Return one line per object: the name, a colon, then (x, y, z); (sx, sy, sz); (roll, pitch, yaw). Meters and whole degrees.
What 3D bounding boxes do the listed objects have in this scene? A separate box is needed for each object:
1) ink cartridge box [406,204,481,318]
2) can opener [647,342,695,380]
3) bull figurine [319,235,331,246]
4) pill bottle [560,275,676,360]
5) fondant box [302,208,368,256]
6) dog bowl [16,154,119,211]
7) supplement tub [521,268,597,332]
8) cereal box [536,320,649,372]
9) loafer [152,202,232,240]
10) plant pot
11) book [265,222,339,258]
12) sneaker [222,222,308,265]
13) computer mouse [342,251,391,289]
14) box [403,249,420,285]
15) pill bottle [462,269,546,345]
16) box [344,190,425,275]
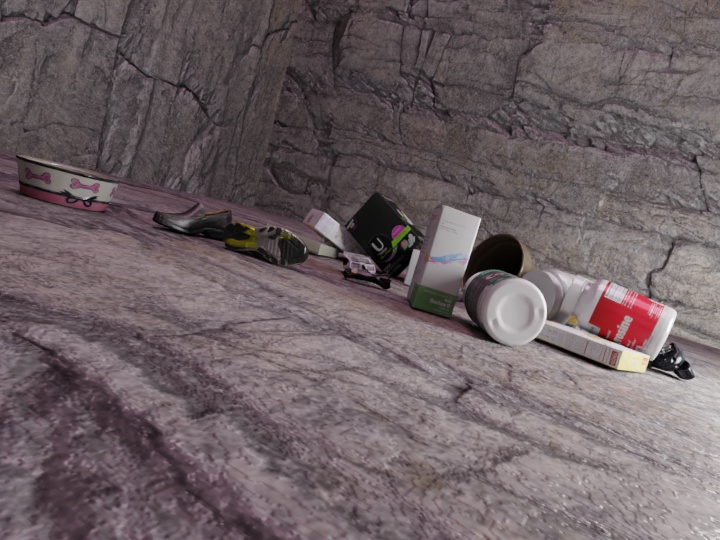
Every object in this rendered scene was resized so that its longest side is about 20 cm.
ink cartridge box: (0.164, -0.022, 1.082); (0.086, 0.204, 0.145); (15, 5, 0)
can opener: (0.635, 0.187, 1.159); (0.062, 0.080, 0.200); (-23, 1, 2)
bull figurine: (-0.056, -0.100, 1.973); (0.197, 0.066, 0.121); (18, 9, 17)
pill bottle: (0.521, 0.089, 1.101); (0.198, 0.114, 0.112); (27, 10, 27)
fondant box: (-0.073, -0.105, 1.666); (0.199, 0.059, 0.144); (37, -3, -23)
dog bowl: (-0.625, -0.183, 1.146); (0.196, 0.075, 0.200); (15, 6, -2)
supplement tub: (0.477, 0.078, 1.274); (0.197, 0.147, 0.144); (12, 6, -30)
cereal box: (0.439, 0.143, 1.052); (0.142, 0.040, 0.198); (13, 5, -43)
loafer: (-0.375, -0.119, 1.213); (0.072, 0.074, 0.199); (20, 7, 33)
plant pot: (0.393, 0.032, 1.411); (0.172, 0.202, 0.199); (30, -3, -30)
book: (-0.175, -0.087, 1.630); (0.197, 0.049, 0.133); (19, 3, 24)
sneaker: (-0.192, -0.061, 1.141); (0.197, 0.076, 0.084); (17, 5, 18)
computer mouse: (0.000, 0.000, 1.267); (0.107, 0.045, 0.200); (9, 12, -13)
box: (0.206, 0.004, 1.500); (0.122, 0.099, 0.200); (17, 6, 14)
pill bottle: (0.252, 0.060, 0.982); (0.111, 0.115, 0.200); (15, 5, -3)
box: (0.079, -0.106, 1.587); (0.201, 0.148, 0.124); (50, 15, 14)
